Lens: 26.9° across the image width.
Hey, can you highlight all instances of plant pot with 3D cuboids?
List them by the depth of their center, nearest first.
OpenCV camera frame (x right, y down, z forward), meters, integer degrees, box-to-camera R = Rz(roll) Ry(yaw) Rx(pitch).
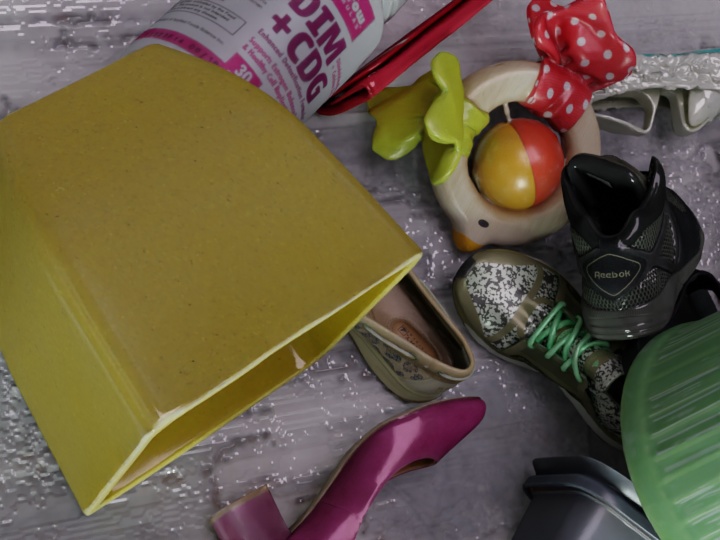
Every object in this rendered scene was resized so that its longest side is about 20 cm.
[{"bbox_3d":[-0.122,-0.009,0.881,0.195,0.194,0.200,-33,83,-29],"label":"plant pot"}]

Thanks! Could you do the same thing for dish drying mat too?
[{"bbox_3d":[0.052,-0.173,1.069,0.200,0.077,0.018,-41,101,-29],"label":"dish drying mat"}]

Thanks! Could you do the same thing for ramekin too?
[{"bbox_3d":[0.268,0.106,0.932,0.199,0.098,0.201,18,54,-27],"label":"ramekin"}]

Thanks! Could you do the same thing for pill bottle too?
[{"bbox_3d":[-0.056,-0.158,0.993,0.113,0.113,0.200,44,62,-6],"label":"pill bottle"}]

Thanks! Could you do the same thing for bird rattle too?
[{"bbox_3d":[0.108,-0.102,1.061,0.199,0.113,0.164,-22,111,-22],"label":"bird rattle"}]

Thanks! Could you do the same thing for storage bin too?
[{"bbox_3d":[0.173,0.234,0.970,0.200,0.145,0.135,38,73,-9],"label":"storage bin"}]

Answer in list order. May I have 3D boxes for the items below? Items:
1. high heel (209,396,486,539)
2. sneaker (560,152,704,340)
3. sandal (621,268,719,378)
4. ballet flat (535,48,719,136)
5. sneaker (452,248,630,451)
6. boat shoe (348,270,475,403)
[{"bbox_3d":[0.009,0.155,0.951,0.199,0.067,0.096,-27,76,-14],"label":"high heel"},{"bbox_3d":[0.190,-0.043,1.040,0.199,0.076,0.115,-48,132,-59],"label":"sneaker"},{"bbox_3d":[0.232,0.040,1.051,0.075,0.048,0.201,45,29,-5],"label":"sandal"},{"bbox_3d":[0.224,-0.132,1.143,0.199,0.072,0.072,0,74,-16],"label":"ballet flat"},{"bbox_3d":[0.152,0.054,1.026,0.200,0.089,0.077,37,84,-9],"label":"sneaker"},{"bbox_3d":[0.000,0.000,0.998,0.200,0.063,0.073,45,62,-5],"label":"boat shoe"}]
